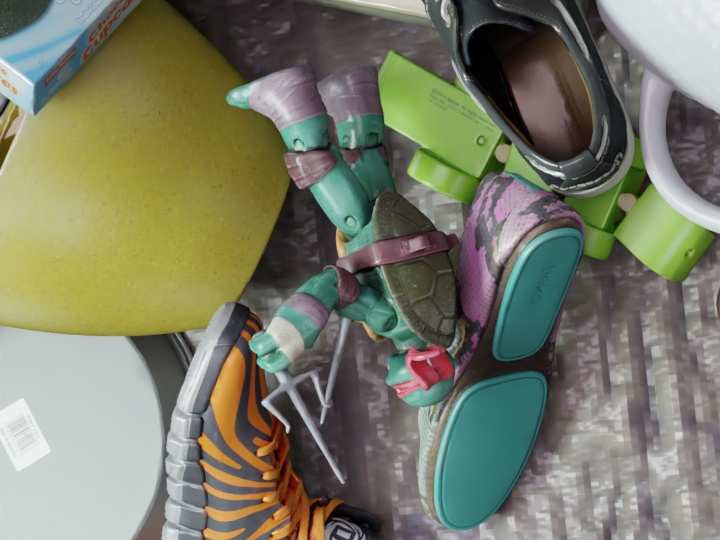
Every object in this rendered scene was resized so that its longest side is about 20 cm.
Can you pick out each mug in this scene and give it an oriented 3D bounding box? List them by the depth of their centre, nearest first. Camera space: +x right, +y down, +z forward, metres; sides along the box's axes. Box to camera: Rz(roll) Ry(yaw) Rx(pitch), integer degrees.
[{"bbox_3d":[0.203,-0.114,1.359,0.175,0.147,0.201,18,95,28],"label":"mug"}]

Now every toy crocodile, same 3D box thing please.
[{"bbox_3d":[0.090,-0.056,1.442,0.199,0.062,0.068,26,96,21],"label":"toy crocodile"}]

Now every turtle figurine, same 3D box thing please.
[{"bbox_3d":[0.000,0.000,1.384,0.100,0.150,0.201,-17,83,13],"label":"turtle figurine"}]

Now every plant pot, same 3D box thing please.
[{"bbox_3d":[-0.117,-0.046,1.451,0.141,0.200,0.201,23,96,-11],"label":"plant pot"}]

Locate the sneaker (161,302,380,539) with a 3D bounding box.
[{"bbox_3d":[-0.040,0.108,1.447,0.111,0.078,0.201,15,129,9],"label":"sneaker"}]

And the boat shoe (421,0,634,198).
[{"bbox_3d":[0.068,-0.129,1.368,0.072,0.068,0.201,-33,77,17],"label":"boat shoe"}]

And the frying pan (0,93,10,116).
[{"bbox_3d":[-0.224,-0.035,1.485,0.031,0.115,0.191,22,115,-5],"label":"frying pan"}]

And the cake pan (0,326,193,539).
[{"bbox_3d":[-0.180,0.092,1.529,0.199,0.037,0.202,-1,88,17],"label":"cake pan"}]

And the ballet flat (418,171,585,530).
[{"bbox_3d":[0.063,0.036,1.426,0.071,0.069,0.201,50,138,43],"label":"ballet flat"}]

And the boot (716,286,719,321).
[{"bbox_3d":[0.226,0.065,1.317,0.068,0.200,0.189,-41,78,12],"label":"boot"}]

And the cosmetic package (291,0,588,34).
[{"bbox_3d":[0.022,-0.182,1.456,0.199,0.073,0.104,11,92,18],"label":"cosmetic package"}]

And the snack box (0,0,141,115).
[{"bbox_3d":[-0.141,-0.183,1.363,0.116,0.037,0.200,36,67,9],"label":"snack box"}]
